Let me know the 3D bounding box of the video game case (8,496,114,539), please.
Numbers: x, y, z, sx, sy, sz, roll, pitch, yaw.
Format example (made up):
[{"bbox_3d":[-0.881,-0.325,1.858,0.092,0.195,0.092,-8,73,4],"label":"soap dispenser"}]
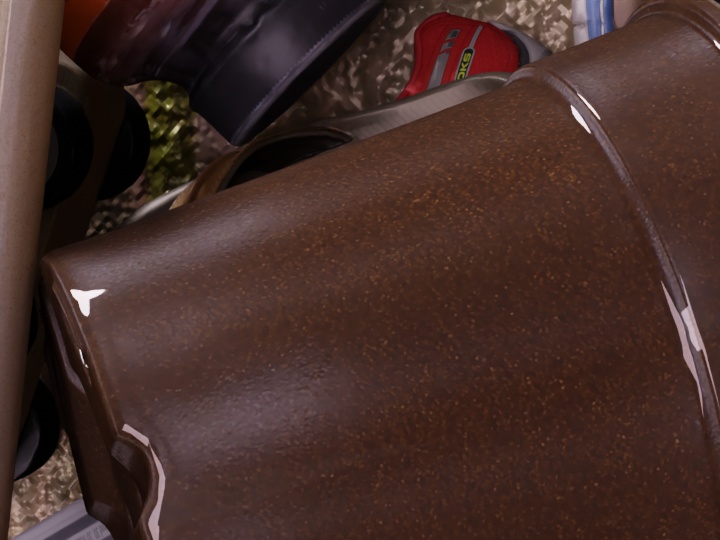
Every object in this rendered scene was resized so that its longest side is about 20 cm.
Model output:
[{"bbox_3d":[-0.065,0.163,0.886,0.200,0.023,0.182,-32,76,54],"label":"video game case"}]

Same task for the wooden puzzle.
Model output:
[{"bbox_3d":[-0.139,-0.008,0.807,0.046,0.200,0.185,5,95,-20],"label":"wooden puzzle"}]

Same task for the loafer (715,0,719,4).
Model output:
[{"bbox_3d":[0.129,-0.008,0.813,0.072,0.063,0.200,-10,100,51],"label":"loafer"}]

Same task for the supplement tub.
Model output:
[{"bbox_3d":[-0.085,-0.134,0.850,0.200,0.107,0.107,45,107,0],"label":"supplement tub"}]

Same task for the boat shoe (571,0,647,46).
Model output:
[{"bbox_3d":[0.112,-0.122,0.869,0.072,0.072,0.200,1,92,20],"label":"boat shoe"}]

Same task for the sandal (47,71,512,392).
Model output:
[{"bbox_3d":[-0.023,-0.011,0.867,0.200,0.054,0.080,-26,69,17],"label":"sandal"}]

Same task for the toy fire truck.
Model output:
[{"bbox_3d":[-0.195,-0.019,0.980,0.200,0.129,0.176,20,99,9],"label":"toy fire truck"}]

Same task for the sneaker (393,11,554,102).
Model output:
[{"bbox_3d":[0.000,0.000,0.924,0.085,0.077,0.200,36,94,22],"label":"sneaker"}]

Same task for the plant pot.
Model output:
[{"bbox_3d":[0.023,0.043,0.747,0.198,0.200,0.200,-16,86,-11],"label":"plant pot"}]
